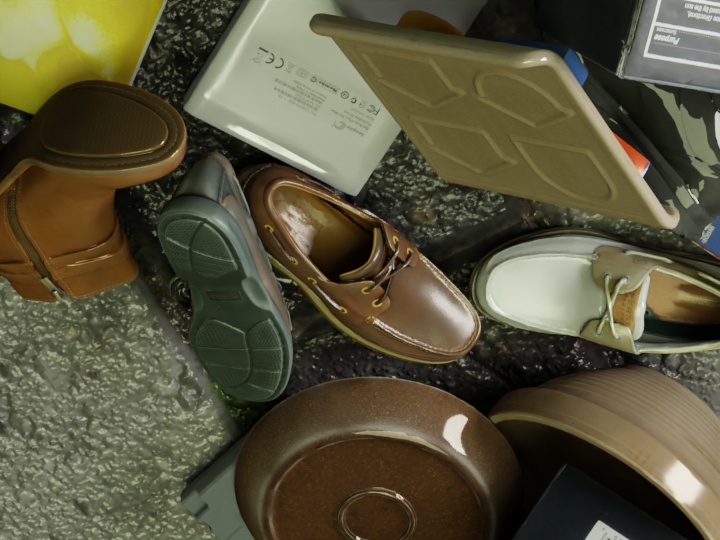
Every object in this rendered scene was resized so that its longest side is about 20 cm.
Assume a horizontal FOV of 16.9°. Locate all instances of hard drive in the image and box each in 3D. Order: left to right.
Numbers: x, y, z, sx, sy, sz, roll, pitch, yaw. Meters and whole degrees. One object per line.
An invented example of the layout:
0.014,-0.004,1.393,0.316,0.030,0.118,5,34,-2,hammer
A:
-0.008,-0.156,1.550,0.132,0.026,0.200,26,114,-18,hard drive

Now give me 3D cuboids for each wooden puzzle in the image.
0.088,-0.102,1.496,0.200,0.185,0.046,43,69,-45,wooden puzzle

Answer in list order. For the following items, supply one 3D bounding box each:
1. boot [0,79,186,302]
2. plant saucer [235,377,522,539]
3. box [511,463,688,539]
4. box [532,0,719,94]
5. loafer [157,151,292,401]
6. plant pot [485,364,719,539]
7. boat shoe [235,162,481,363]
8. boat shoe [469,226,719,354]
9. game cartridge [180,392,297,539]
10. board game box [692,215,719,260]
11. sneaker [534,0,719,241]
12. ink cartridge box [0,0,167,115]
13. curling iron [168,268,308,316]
-0.173,-0.043,1.548,0.200,0.074,0.155,0,141,28,boot
0.011,0.161,1.668,0.200,0.035,0.201,3,127,4,plant saucer
0.162,0.242,1.659,0.148,0.107,0.200,32,158,12,box
0.230,-0.207,1.418,0.200,0.123,0.199,7,106,-26,box
-0.079,0.006,1.577,0.072,0.063,0.200,5,142,16,loafer
0.187,0.130,1.665,0.201,0.201,0.093,49,65,-25,plant pot
0.000,-0.001,1.598,0.200,0.068,0.072,35,78,-17,boat shoe
0.175,0.016,1.628,0.200,0.068,0.075,2,105,-9,boat shoe
-0.012,0.178,1.733,0.133,0.041,0.200,-40,115,21,game cartridge
0.302,-0.051,1.563,0.200,0.046,0.152,36,116,15,board game box
0.184,-0.120,1.543,0.091,0.076,0.200,-35,100,15,sneaker
-0.213,-0.201,1.500,0.200,0.047,0.198,18,118,-16,ink cartridge box
-0.032,0.013,1.647,0.200,0.026,0.050,2,141,-11,curling iron
